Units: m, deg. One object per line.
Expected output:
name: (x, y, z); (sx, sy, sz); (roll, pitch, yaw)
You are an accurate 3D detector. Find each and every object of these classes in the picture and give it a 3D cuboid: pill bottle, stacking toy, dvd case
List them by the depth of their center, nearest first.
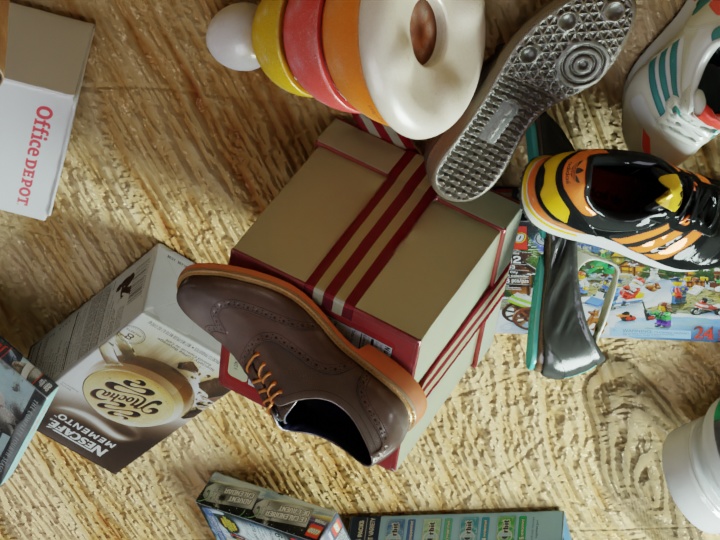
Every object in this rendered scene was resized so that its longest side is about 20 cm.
stacking toy: (-0.027, -0.166, 1.635); (0.200, 0.146, 0.146); (4, 143, 33)
pill bottle: (0.350, 0.137, 1.910); (0.200, 0.113, 0.113); (-29, 127, 36)
dvd case: (-0.350, 0.075, 1.968); (0.200, 0.022, 0.146); (39, 137, 4)

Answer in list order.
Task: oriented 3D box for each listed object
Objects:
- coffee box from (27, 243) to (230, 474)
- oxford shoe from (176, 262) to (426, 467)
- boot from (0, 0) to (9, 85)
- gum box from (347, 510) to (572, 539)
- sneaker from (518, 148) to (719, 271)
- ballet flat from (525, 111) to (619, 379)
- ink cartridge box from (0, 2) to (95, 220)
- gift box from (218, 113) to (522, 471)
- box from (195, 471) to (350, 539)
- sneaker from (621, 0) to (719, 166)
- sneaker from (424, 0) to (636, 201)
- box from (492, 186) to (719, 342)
coffee box: (-0.185, 0.076, 1.959); (0.113, 0.080, 0.200); (31, 135, -24)
oxford shoe: (-0.053, 0.064, 1.656); (0.200, 0.073, 0.071); (31, 141, 10)
boot: (-0.275, -0.239, 1.510); (0.068, 0.200, 0.188); (-9, 137, 21)
gum box: (0.103, 0.289, 2.186); (0.200, 0.045, 0.170); (-4, 139, 14)
sneaker: (0.217, -0.044, 1.682); (0.200, 0.070, 0.090); (11, 170, -24)
ballet flat: (0.156, -0.020, 1.743); (0.068, 0.068, 0.200); (-1, 100, -2)
ink cartridge box: (-0.308, -0.132, 1.733); (0.200, 0.084, 0.145); (15, 139, -7)
gift box: (0.000, 0.000, 1.760); (0.200, 0.187, 0.185); (30, 141, 12)
box: (-0.058, 0.273, 2.164); (0.137, 0.040, 0.200); (14, 146, 31)
sneaker: (0.233, -0.122, 1.640); (0.070, 0.093, 0.200); (18, 139, -11)
sneaker: (0.110, -0.141, 1.667); (0.070, 0.076, 0.200); (33, 112, -27)
box: (0.200, -0.004, 1.828); (0.200, 0.038, 0.137); (2, 140, 8)
